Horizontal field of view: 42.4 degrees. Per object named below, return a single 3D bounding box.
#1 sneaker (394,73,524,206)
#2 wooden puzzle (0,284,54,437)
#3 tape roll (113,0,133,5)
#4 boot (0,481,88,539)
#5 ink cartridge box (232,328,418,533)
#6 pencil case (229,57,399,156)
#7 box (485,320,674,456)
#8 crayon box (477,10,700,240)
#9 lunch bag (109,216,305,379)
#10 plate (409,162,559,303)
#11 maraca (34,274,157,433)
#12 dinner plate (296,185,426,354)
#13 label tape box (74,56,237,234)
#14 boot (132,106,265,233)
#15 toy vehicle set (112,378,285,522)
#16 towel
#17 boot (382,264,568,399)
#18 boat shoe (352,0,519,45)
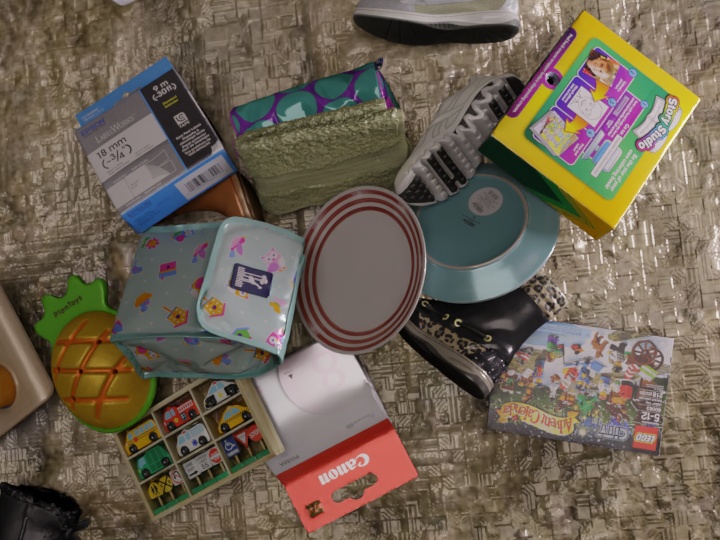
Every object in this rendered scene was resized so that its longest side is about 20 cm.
[{"bbox_3d":[0.108,-0.157,1.101,0.200,0.075,0.081,-46,41,-11],"label":"sneaker"},{"bbox_3d":[-0.495,0.125,1.165,0.200,0.046,0.186,-34,81,26],"label":"wooden puzzle"},{"bbox_3d":[-0.308,-0.429,1.125,0.071,0.202,0.203,-24,83,6],"label":"tape roll"},{"bbox_3d":[-0.454,0.345,1.160,0.198,0.073,0.163,18,91,2],"label":"boot"},{"bbox_3d":[-0.045,0.195,1.125,0.162,0.057,0.200,-28,78,5],"label":"ink cartridge box"},{"bbox_3d":[-0.054,-0.188,1.128,0.199,0.092,0.085,-17,116,8],"label":"pencil case"},{"bbox_3d":[0.255,0.132,1.089,0.199,0.038,0.137,7,87,9],"label":"box"},{"bbox_3d":[0.262,-0.166,1.061,0.172,0.058,0.200,38,75,-1],"label":"crayon box"},{"bbox_3d":[-0.167,0.032,1.076,0.199,0.122,0.171,-3,53,17],"label":"lunch bag"},{"bbox_3d":[0.129,-0.053,1.077,0.199,0.026,0.201,-11,53,15],"label":"plate"},{"bbox_3d":[-0.326,0.103,1.140,0.137,0.107,0.200,-33,79,9],"label":"maraca"},{"bbox_3d":[0.000,0.000,1.094,0.200,0.024,0.201,-9,76,39],"label":"dinner plate"},{"bbox_3d":[-0.260,-0.167,1.115,0.144,0.063,0.200,-33,68,-1],"label":"label tape box"},{"bbox_3d":[-0.219,-0.090,1.151,0.155,0.077,0.200,-33,80,3],"label":"boot"},{"bbox_3d":[-0.200,0.207,1.129,0.200,0.026,0.125,-32,81,20],"label":"toy vehicle set"},{"bbox_3d":[-0.038,-0.130,1.099,0.199,0.149,0.037,-10,56,7],"label":"towel"},{"bbox_3d":[0.125,0.041,1.079,0.154,0.074,0.203,-42,46,-9],"label":"boot"},{"bbox_3d":[0.092,-0.317,1.128,0.201,0.074,0.065,1,80,4],"label":"boat shoe"}]
